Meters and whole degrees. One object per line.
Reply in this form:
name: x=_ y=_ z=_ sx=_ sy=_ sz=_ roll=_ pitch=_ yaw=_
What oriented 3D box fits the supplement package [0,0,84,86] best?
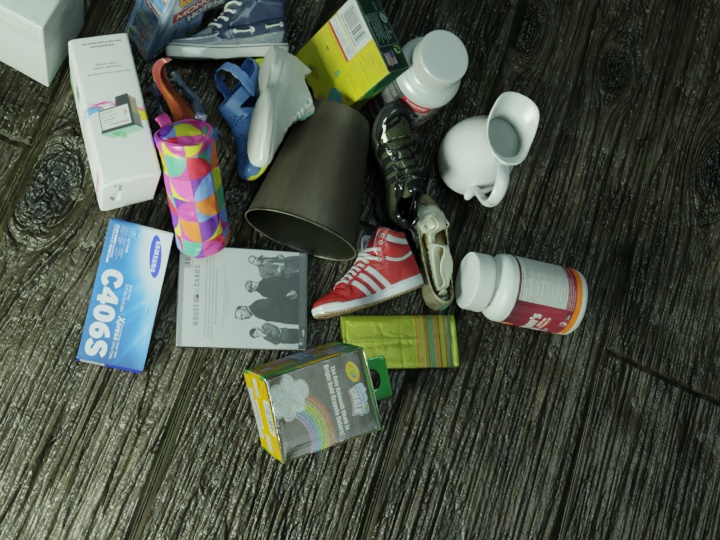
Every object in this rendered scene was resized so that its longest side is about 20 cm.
supplement package: x=-0.453 y=-0.360 z=1.121 sx=0.116 sy=0.200 sz=0.119 roll=26 pitch=73 yaw=-13

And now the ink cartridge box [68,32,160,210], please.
ink cartridge box: x=-0.346 y=-0.204 z=1.160 sx=0.082 sy=0.145 sz=0.204 roll=-13 pitch=85 yaw=-20

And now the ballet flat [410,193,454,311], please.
ballet flat: x=0.122 y=-0.038 z=1.329 sx=0.066 sy=0.075 sz=0.205 roll=-6 pitch=82 yaw=-19

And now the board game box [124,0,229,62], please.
board game box: x=-0.243 y=-0.417 z=1.204 sx=0.199 sy=0.200 sz=0.062 roll=-38 pitch=92 yaw=-20

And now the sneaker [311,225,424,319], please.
sneaker: x=0.000 y=0.000 z=1.283 sx=0.197 sy=0.071 sz=0.115 roll=-18 pitch=90 yaw=-29

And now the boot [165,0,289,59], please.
boot: x=-0.205 y=-0.373 z=1.269 sx=0.197 sy=0.072 sz=0.092 roll=-10 pitch=105 yaw=-29

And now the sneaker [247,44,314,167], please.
sneaker: x=-0.109 y=-0.234 z=1.208 sx=0.087 sy=0.075 sz=0.204 roll=20 pitch=62 yaw=-24

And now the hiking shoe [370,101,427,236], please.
hiking shoe: x=0.071 y=-0.158 z=1.280 sx=0.075 sy=0.100 sz=0.204 roll=-21 pitch=122 yaw=-30

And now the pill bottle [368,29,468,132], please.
pill bottle: x=0.092 y=-0.297 z=1.298 sx=0.108 sy=0.200 sz=0.113 roll=3 pitch=79 yaw=-18

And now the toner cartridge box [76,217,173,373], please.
toner cartridge box: x=-0.334 y=0.036 z=1.176 sx=0.093 sy=0.043 sz=0.204 roll=13 pitch=76 yaw=-17

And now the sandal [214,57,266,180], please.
sandal: x=-0.180 y=-0.234 z=1.251 sx=0.086 sy=0.079 sz=0.204 roll=9 pitch=68 yaw=-40

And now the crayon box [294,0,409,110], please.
crayon box: x=-0.022 y=-0.319 z=1.275 sx=0.050 sy=0.199 sz=0.129 roll=-24 pitch=89 yaw=-39

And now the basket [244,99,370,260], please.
basket: x=-0.061 y=-0.142 z=1.258 sx=0.177 sy=0.136 sz=0.204 roll=22 pitch=71 yaw=-14

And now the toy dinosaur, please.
toy dinosaur: x=-0.254 y=-0.184 z=1.189 sx=0.103 sy=0.200 sz=0.184 roll=-24 pitch=90 yaw=5

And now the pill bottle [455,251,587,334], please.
pill bottle: x=0.260 y=0.035 z=1.346 sx=0.196 sy=0.109 sz=0.112 roll=11 pitch=77 yaw=-16

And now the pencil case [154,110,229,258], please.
pencil case: x=-0.234 y=-0.117 z=1.157 sx=0.087 sy=0.089 sz=0.203 roll=-19 pitch=130 yaw=-21

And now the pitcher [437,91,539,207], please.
pitcher: x=0.193 y=-0.169 z=1.310 sx=0.119 sy=0.200 sz=0.175 roll=20 pitch=75 yaw=-14

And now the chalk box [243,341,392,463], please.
chalk box: x=-0.051 y=0.179 z=1.198 sx=0.196 sy=0.123 sz=0.127 roll=-15 pitch=94 yaw=-22

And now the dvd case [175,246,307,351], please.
dvd case: x=-0.176 y=0.042 z=1.240 sx=0.196 sy=0.025 sz=0.154 roll=4 pitch=79 yaw=-18

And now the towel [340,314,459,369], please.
towel: x=0.063 y=0.114 z=1.316 sx=0.196 sy=0.018 sz=0.088 roll=1 pitch=75 yaw=-18
